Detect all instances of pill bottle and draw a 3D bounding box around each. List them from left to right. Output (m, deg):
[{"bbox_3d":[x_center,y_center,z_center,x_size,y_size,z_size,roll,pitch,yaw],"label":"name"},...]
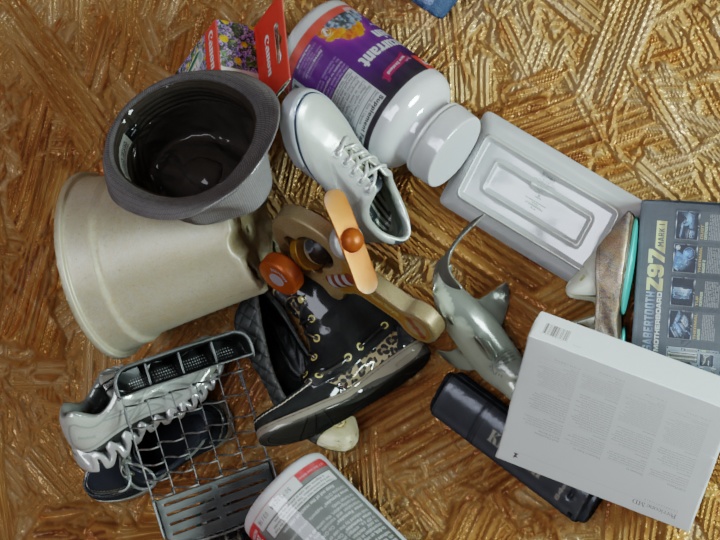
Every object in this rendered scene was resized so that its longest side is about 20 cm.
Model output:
[{"bbox_3d":[-0.014,0.292,1.698,0.200,0.114,0.114,43,106,19],"label":"pill bottle"},{"bbox_3d":[0.020,-0.175,1.685,0.199,0.111,0.112,38,105,19],"label":"pill bottle"}]

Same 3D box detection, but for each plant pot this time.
[{"bbox_3d":[-0.190,-0.025,1.742,0.182,0.200,0.203,-13,85,17],"label":"plant pot"}]

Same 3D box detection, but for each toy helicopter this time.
[{"bbox_3d":[0.000,0.000,1.634,0.199,0.133,0.079,35,61,5],"label":"toy helicopter"}]

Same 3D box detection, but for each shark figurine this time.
[{"bbox_3d":[0.116,0.031,1.649,0.089,0.215,0.128,-44,34,-21],"label":"shark figurine"}]

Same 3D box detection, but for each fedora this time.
[{"bbox_3d":[-0.153,-0.105,1.627,0.198,0.090,0.178,10,63,30],"label":"fedora"}]

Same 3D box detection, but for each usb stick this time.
[{"bbox_3d":[0.155,0.175,1.666,0.199,0.033,0.056,36,103,20],"label":"usb stick"}]

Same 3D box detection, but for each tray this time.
[{"bbox_3d":[0.178,-0.067,1.662,0.199,0.022,0.108,33,102,21],"label":"tray"}]

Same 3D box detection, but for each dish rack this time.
[{"bbox_3d":[-0.164,0.177,1.736,0.152,0.054,0.202,-17,91,-18],"label":"dish rack"}]

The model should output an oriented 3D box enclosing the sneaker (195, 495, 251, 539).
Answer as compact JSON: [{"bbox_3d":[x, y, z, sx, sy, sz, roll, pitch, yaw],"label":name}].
[{"bbox_3d":[-0.154,0.344,1.787,0.079,0.077,0.202,-10,86,33],"label":"sneaker"}]

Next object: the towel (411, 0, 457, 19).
[{"bbox_3d":[0.101,-0.361,1.683,0.112,0.048,0.201,42,105,19],"label":"towel"}]

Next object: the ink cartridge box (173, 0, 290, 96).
[{"bbox_3d":[-0.140,-0.193,1.725,0.200,0.050,0.110,-43,47,50],"label":"ink cartridge box"}]

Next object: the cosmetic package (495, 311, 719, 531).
[{"bbox_3d":[0.239,0.142,1.569,0.198,0.052,0.152,20,123,12],"label":"cosmetic package"}]

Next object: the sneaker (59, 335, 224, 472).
[{"bbox_3d":[-0.230,0.127,1.775,0.199,0.082,0.075,-37,29,-16],"label":"sneaker"}]

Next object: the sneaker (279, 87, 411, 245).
[{"bbox_3d":[-0.007,-0.102,1.632,0.070,0.200,0.073,10,59,41],"label":"sneaker"}]

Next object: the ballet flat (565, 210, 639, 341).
[{"bbox_3d":[0.228,0.042,1.606,0.066,0.068,0.202,5,95,12],"label":"ballet flat"}]

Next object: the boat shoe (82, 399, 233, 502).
[{"bbox_3d":[-0.230,0.200,1.824,0.199,0.062,0.076,-23,79,22],"label":"boat shoe"}]

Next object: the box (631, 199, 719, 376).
[{"bbox_3d":[0.337,0.037,1.574,0.156,0.051,0.203,4,92,24],"label":"box"}]

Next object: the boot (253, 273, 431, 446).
[{"bbox_3d":[-0.045,0.077,1.704,0.199,0.073,0.151,-29,73,-11],"label":"boot"}]

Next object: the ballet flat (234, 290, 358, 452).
[{"bbox_3d":[-0.069,0.107,1.746,0.200,0.066,0.057,51,145,18],"label":"ballet flat"}]
